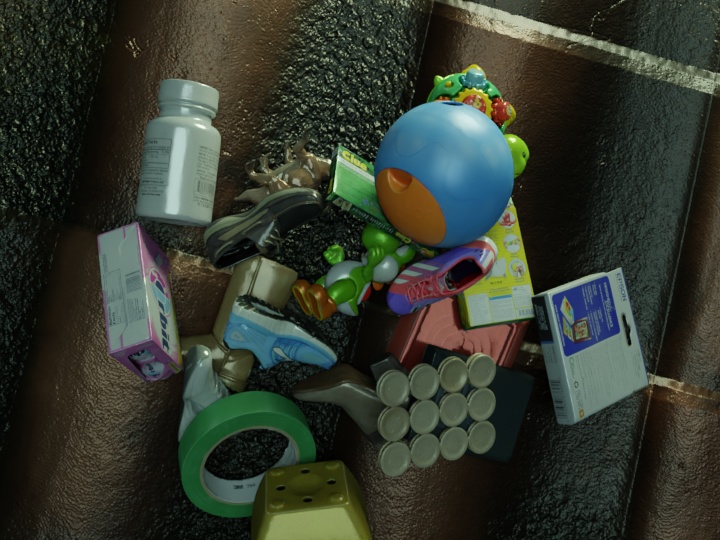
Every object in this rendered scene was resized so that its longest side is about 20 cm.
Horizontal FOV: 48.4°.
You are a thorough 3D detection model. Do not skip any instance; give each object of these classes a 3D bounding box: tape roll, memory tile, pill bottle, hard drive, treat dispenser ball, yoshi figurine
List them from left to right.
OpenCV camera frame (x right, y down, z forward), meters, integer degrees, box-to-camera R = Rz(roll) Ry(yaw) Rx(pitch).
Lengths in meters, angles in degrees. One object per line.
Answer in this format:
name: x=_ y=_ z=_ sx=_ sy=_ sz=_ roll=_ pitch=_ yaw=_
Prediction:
pill bottle: x=-0.268 y=-0.173 z=1.197 sx=0.112 sy=0.114 sz=0.205 roll=7 pitch=88 yaw=-4
tape roll: x=-0.165 y=0.271 z=1.171 sx=0.196 sy=0.048 sz=0.204 roll=-10 pitch=123 yaw=-16
yoshi figurine: x=-0.007 y=-0.014 z=1.215 sx=0.198 sy=0.113 sz=0.113 roll=-31 pitch=68 yaw=-22
memory tile: x=0.111 y=0.205 z=1.156 sx=0.196 sy=0.017 sz=0.157 roll=-7 pitch=101 yaw=-25
treat dispenser ball: x=0.117 y=-0.134 z=1.127 sx=0.196 sy=0.201 sz=0.206 roll=0 pitch=88 yaw=-4
hard drive: x=0.166 y=0.205 z=1.210 sx=0.197 sy=0.033 sz=0.142 roll=18 pitch=89 yaw=-27

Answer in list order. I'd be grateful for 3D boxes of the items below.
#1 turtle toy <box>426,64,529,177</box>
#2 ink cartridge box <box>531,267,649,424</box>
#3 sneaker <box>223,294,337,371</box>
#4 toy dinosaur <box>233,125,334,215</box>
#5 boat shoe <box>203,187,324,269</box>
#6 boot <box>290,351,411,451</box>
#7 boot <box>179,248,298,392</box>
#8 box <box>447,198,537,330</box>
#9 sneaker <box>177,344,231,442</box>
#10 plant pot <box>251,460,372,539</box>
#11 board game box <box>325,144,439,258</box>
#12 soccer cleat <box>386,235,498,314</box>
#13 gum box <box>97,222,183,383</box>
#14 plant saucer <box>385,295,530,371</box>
turtle toy: x=0.181 y=-0.225 z=1.241 sx=0.145 sy=0.101 sz=0.201 roll=-42 pitch=92 yaw=-5
ink cartridge box: x=0.361 y=0.113 z=1.255 sx=0.197 sy=0.047 sz=0.202 roll=-14 pitch=91 yaw=-39
sneaker: x=-0.123 y=0.109 z=1.201 sx=0.198 sy=0.078 sz=0.091 roll=27 pitch=102 yaw=-32
toy dinosaur: x=-0.097 y=-0.128 z=1.229 sx=0.198 sy=0.086 sz=0.137 roll=-29 pitch=97 yaw=1
boat shoe: x=-0.139 y=-0.054 z=1.179 sx=0.197 sy=0.074 sz=0.075 roll=-23 pitch=58 yaw=17
boot: x=0.007 y=0.214 z=1.231 sx=0.197 sy=0.070 sz=0.148 roll=-18 pitch=108 yaw=19
boot: x=-0.210 y=0.062 z=1.222 sx=0.173 sy=0.066 sz=0.203 roll=24 pitch=87 yaw=-16
box: x=0.197 y=-0.016 z=1.244 sx=0.115 sy=0.048 sz=0.204 roll=-7 pitch=80 yaw=-12
sneaker: x=-0.222 y=0.180 z=1.166 sx=0.078 sy=0.202 sz=0.071 roll=6 pitch=45 yaw=-10
plant pot: x=-0.069 y=0.388 z=1.126 sx=0.190 sy=0.196 sz=0.204 roll=-5 pitch=108 yaw=-5
board game box: x=0.038 y=-0.102 z=1.204 sx=0.198 sy=0.023 sz=0.106 roll=28 pitch=46 yaw=-23
soccer cleat: x=0.112 y=0.016 z=1.181 sx=0.198 sy=0.073 sz=0.069 roll=-29 pitch=103 yaw=29
gum box: x=-0.313 y=0.050 z=1.143 sx=0.065 sy=0.114 sz=0.203 roll=-17 pitch=61 yaw=3
plant saucer: x=0.149 y=0.123 z=1.260 sx=0.197 sy=0.037 sz=0.203 roll=25 pitch=86 yaw=-3
